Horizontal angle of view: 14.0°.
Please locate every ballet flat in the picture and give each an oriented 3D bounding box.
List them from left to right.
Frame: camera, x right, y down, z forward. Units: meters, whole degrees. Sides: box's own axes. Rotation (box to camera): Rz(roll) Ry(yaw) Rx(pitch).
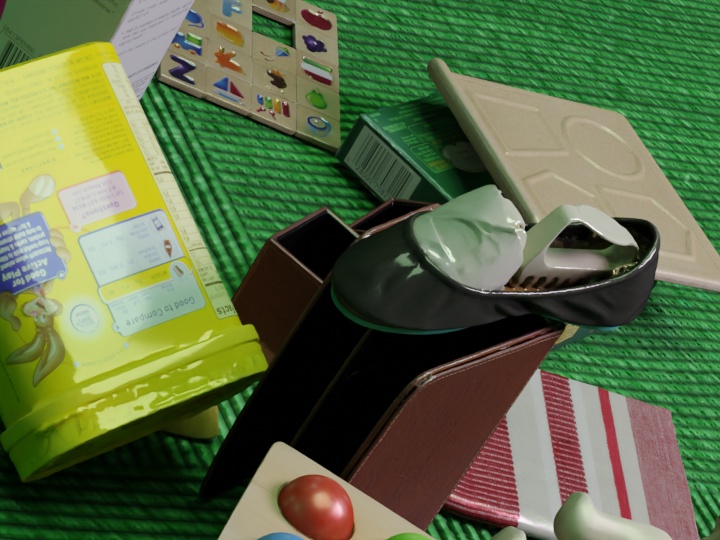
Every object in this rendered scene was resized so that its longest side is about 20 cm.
[{"bbox_3d":[0.073,-0.010,1.481,0.199,0.069,0.068,-1,45,-41],"label":"ballet flat"}]

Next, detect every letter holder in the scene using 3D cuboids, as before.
[{"bbox_3d":[-0.011,0.082,1.539,0.101,0.200,0.142,44,34,19],"label":"letter holder"}]

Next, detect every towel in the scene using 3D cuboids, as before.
[{"bbox_3d":[0.110,0.114,1.775,0.199,0.023,0.144,18,37,-20],"label":"towel"}]

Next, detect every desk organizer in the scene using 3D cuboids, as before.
[{"bbox_3d":[0.000,0.000,1.777,0.072,0.077,0.200,40,32,12],"label":"desk organizer"}]

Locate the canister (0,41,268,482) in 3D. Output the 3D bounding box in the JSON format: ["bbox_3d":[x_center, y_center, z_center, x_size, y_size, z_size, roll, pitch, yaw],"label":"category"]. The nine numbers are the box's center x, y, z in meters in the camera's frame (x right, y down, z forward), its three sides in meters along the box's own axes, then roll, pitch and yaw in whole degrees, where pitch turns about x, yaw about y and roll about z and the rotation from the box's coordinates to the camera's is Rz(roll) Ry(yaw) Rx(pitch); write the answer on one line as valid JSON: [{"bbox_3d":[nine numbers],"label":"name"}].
[{"bbox_3d":[-0.153,-0.008,1.560,0.148,0.086,0.201,-20,82,-33],"label":"canister"}]

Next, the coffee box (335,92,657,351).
[{"bbox_3d":[0.089,-0.034,1.933,0.200,0.044,0.123,44,31,18],"label":"coffee box"}]

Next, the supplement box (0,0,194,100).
[{"bbox_3d":[-0.156,-0.190,1.782,0.101,0.200,0.103,40,33,11],"label":"supplement box"}]

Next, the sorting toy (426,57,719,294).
[{"bbox_3d":[0.144,-0.054,1.942,0.199,0.037,0.185,15,33,-39],"label":"sorting toy"}]

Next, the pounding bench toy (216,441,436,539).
[{"bbox_3d":[-0.001,0.206,1.421,0.199,0.156,0.124,32,31,-1],"label":"pounding bench toy"}]

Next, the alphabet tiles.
[{"bbox_3d":[-0.104,-0.163,1.976,0.199,0.008,0.168,22,34,-17],"label":"alphabet tiles"}]

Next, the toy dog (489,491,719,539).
[{"bbox_3d":[0.124,0.216,1.567,0.199,0.139,0.195,-3,83,-46],"label":"toy dog"}]

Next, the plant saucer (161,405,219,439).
[{"bbox_3d":[-0.171,-0.008,1.667,0.199,0.049,0.200,16,35,-25],"label":"plant saucer"}]
